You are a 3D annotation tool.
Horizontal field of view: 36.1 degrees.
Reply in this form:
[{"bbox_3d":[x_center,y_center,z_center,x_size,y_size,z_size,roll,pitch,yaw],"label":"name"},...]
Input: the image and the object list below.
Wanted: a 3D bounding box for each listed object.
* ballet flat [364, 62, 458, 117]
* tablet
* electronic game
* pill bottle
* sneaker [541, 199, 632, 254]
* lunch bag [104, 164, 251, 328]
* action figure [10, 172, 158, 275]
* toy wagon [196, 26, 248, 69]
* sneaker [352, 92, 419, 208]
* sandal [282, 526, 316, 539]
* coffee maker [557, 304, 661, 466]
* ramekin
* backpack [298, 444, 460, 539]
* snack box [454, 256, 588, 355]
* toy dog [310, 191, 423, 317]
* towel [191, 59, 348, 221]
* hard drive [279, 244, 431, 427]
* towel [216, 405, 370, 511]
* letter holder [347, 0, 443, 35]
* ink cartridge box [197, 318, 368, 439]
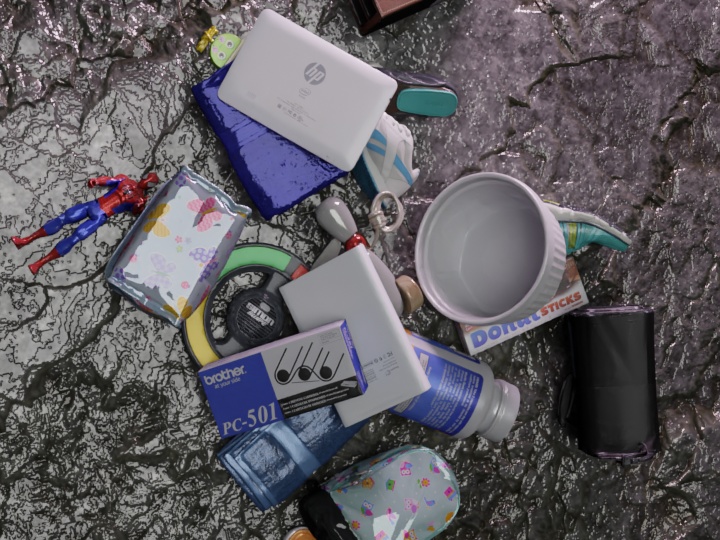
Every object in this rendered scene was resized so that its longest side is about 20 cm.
[{"bbox_3d":[0.037,-0.247,1.507,0.197,0.073,0.074,3,89,-20],"label":"ballet flat"},{"bbox_3d":[-0.067,-0.227,1.387,0.198,0.014,0.131,30,89,3],"label":"tablet"},{"bbox_3d":[-0.139,0.064,1.467,0.197,0.042,0.203,0,88,-13],"label":"electronic game"},{"bbox_3d":[0.113,0.161,1.505,0.198,0.112,0.113,24,84,-14],"label":"pill bottle"},{"bbox_3d":[0.289,-0.054,1.582,0.197,0.078,0.081,12,99,-7],"label":"sneaker"},{"bbox_3d":[-0.228,-0.024,1.364,0.126,0.200,0.171,33,82,-5],"label":"lunch bag"},{"bbox_3d":[-0.338,-0.073,1.387,0.199,0.099,0.066,-33,90,-16],"label":"action figure"},{"bbox_3d":[-0.131,-0.250,1.473,0.199,0.040,0.156,38,80,-13],"label":"toy wagon"},{"bbox_3d":[0.019,-0.182,1.472,0.080,0.076,0.201,-37,133,-16],"label":"sneaker"},{"bbox_3d":[-0.084,0.452,1.477,0.078,0.059,0.210,15,86,-15],"label":"sandal"},{"bbox_3d":[0.362,0.150,1.531,0.133,0.192,0.203,-5,91,-16],"label":"coffee maker"},{"bbox_3d":[0.182,-0.022,1.485,0.105,0.198,0.203,14,85,-57],"label":"ramekin"},{"bbox_3d":[0.037,0.321,1.475,0.198,0.126,0.169,-29,91,-19],"label":"backpack"},{"bbox_3d":[0.228,0.050,1.581,0.198,0.024,0.073,-23,96,-14],"label":"snack box"},{"bbox_3d":[0.000,0.000,1.483,0.130,0.096,0.203,-12,87,-28],"label":"toy dog"},{"bbox_3d":[-0.112,-0.185,1.437,0.146,0.050,0.202,-30,98,-6],"label":"towel"},{"bbox_3d":[-0.008,0.086,1.424,0.131,0.026,0.202,-27,88,25],"label":"hard drive"},{"bbox_3d":[-0.086,0.222,1.482,0.200,0.048,0.112,-41,101,-12],"label":"towel"},{"bbox_3d":[0.072,-0.432,1.499,0.198,0.100,0.144,-26,95,-14],"label":"letter holder"},{"bbox_3d":[-0.098,0.138,1.408,0.197,0.044,0.095,-18,97,12],"label":"ink cartridge box"}]
